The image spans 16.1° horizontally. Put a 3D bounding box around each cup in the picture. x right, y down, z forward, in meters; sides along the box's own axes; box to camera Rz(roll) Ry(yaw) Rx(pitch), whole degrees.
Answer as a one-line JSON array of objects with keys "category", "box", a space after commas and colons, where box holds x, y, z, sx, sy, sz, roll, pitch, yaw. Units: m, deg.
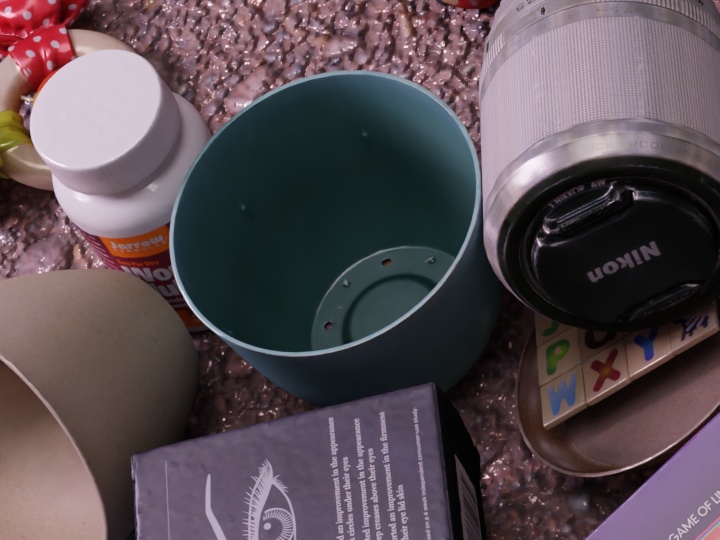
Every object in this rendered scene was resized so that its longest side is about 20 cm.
[{"category": "cup", "box": [-0.187, 0.078, 1.636, 0.200, 0.201, 0.143, 27, 49, 31]}]

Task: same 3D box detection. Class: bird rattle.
[{"category": "bird rattle", "box": [-0.223, -0.121, 1.825, 0.163, 0.113, 0.200, 15, 54, 14]}]

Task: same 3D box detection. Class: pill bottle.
[{"category": "pill bottle", "box": [-0.136, -0.051, 1.666, 0.109, 0.200, 0.110, -9, 58, 15]}]

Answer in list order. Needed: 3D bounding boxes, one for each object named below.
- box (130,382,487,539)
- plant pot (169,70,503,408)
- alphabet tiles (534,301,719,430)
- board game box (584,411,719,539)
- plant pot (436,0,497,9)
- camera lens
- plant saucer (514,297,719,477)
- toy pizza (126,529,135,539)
[{"category": "box", "box": [-0.028, 0.172, 1.520, 0.200, 0.104, 0.148, -13, 56, 13]}, {"category": "plant pot", "box": [0.000, 0.000, 1.611, 0.200, 0.161, 0.201, -9, 59, 15]}, {"category": "alphabet tiles", "box": [0.186, -0.009, 1.569, 0.200, 0.008, 0.167, -33, 37, 29]}, {"category": "board game box", "box": [0.226, 0.168, 1.398, 0.200, 0.057, 0.165, -44, 72, -1]}, {"category": "plant pot", "box": [0.074, -0.291, 1.731, 0.200, 0.200, 0.183, 37, 84, 33]}, {"category": "camera lens", "box": [0.152, -0.076, 1.520, 0.160, 0.160, 0.200, -12, 44, 13]}, {"category": "plant saucer", "box": [0.180, 0.044, 1.558, 0.200, 0.032, 0.200, -34, 37, 30]}, {"category": "toy pizza", "box": [-0.096, 0.239, 1.589, 0.200, 0.032, 0.200, -9, 58, 15]}]
